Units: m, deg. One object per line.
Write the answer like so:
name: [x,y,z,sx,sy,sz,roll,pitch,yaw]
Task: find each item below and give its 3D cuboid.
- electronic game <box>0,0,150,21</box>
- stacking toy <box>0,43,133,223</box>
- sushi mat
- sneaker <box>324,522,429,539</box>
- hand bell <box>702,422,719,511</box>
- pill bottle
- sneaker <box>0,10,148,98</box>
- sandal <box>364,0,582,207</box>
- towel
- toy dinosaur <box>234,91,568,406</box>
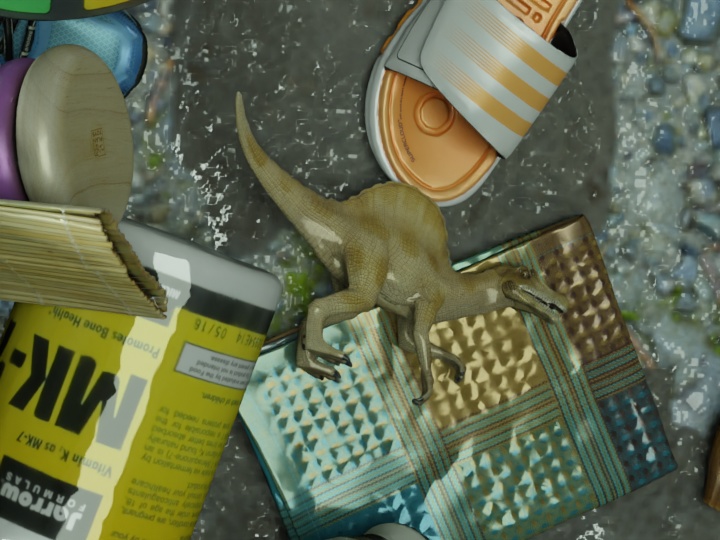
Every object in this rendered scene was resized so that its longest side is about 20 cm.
electronic game: [-0.113,-0.182,0.956,0.200,0.042,0.200,-14,141,-12]
stacking toy: [-0.204,-0.046,1.015,0.200,0.085,0.086,-5,98,19]
sushi mat: [-0.187,-0.013,0.982,0.200,0.096,0.012,6,67,14]
sneaker: [0.019,0.206,1.046,0.115,0.201,0.076,-4,138,-46]
hand bell: [0.219,0.031,1.166,0.104,0.104,0.200,19,102,-15]
pill bottle: [-0.121,0.078,1.062,0.114,0.114,0.200,20,90,-15]
sneaker: [-0.192,-0.103,1.038,0.200,0.090,0.079,7,94,-15]
sandal: [0.074,-0.127,1.116,0.079,0.059,0.207,31,89,-16]
towel: [0.045,0.073,1.151,0.200,0.022,0.147,-23,101,-12]
toy dinosaur: [0.000,0.000,1.103,0.200,0.058,0.101,27,73,-23]
